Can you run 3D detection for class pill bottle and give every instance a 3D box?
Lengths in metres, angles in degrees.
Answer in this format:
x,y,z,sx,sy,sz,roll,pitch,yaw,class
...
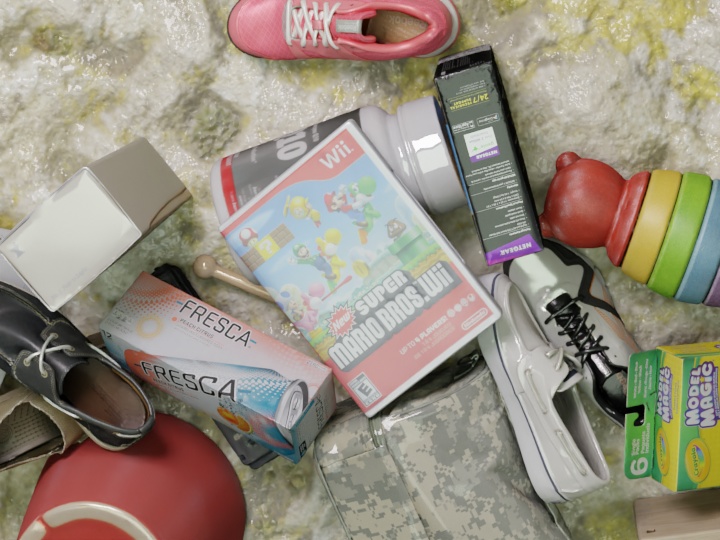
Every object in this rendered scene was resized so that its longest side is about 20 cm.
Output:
x,y,z,sx,sy,sz,roll,pitch,yaw,class
-0.016,-0.071,1.377,0.198,0.114,0.115,-19,99,9,pill bottle

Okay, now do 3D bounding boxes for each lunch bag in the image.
x,y,z,sx,sy,sz,roll,pitch,yaw,class
0.074,0.186,1.405,0.166,0.139,0.201,-22,98,14,lunch bag

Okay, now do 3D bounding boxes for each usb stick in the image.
x,y,z,sx,sy,sz,roll,pitch,yaw,class
-0.134,0.086,1.463,0.055,0.033,0.201,-32,96,11,usb stick

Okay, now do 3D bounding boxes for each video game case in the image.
x,y,z,sx,sy,sz,roll,pitch,yaw,class
0.000,0.000,1.322,0.143,0.017,0.200,-38,95,12,video game case

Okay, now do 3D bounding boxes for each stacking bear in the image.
x,y,z,sx,sy,sz,roll,pitch,yaw,class
0.249,-0.036,1.362,0.198,0.114,0.123,18,103,7,stacking bear

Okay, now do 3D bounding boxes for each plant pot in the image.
x,y,z,sx,sy,sz,roll,pitch,yaw,class
-0.213,0.241,1.430,0.198,0.177,0.203,1,102,6,plant pot

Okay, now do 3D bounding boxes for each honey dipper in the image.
x,y,z,sx,sy,sz,roll,pitch,yaw,class
-0.056,0.031,1.442,0.198,0.038,0.038,23,103,3,honey dipper

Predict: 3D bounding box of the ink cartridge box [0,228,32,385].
x,y,z,sx,sy,sz,roll,pitch,yaw,class
-0.392,0.055,1.410,0.084,0.175,0.201,37,107,43,ink cartridge box

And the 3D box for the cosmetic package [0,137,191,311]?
x,y,z,sx,sy,sz,roll,pitch,yaw,class
-0.217,-0.043,1.360,0.103,0.200,0.073,-39,96,13,cosmetic package

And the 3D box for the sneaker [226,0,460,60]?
x,y,z,sx,sy,sz,roll,pitch,yaw,class
-0.017,-0.211,1.362,0.198,0.087,0.075,0,101,6,sneaker

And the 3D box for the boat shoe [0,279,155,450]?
x,y,z,sx,sy,sz,roll,pitch,yaw,class
-0.254,0.073,1.373,0.200,0.068,0.072,41,73,-9,boat shoe

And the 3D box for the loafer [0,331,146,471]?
x,y,z,sx,sy,sz,roll,pitch,yaw,class
-0.263,0.123,1.436,0.199,0.067,0.076,-33,118,-13,loafer

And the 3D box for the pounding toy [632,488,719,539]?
x,y,z,sx,sy,sz,roll,pitch,yaw,class
0.341,0.302,1.399,0.182,0.142,0.202,-9,100,8,pounding toy

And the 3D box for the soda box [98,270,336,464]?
x,y,z,sx,sy,sz,roll,pitch,yaw,class
-0.120,0.080,1.370,0.199,0.064,0.069,25,62,21,soda box

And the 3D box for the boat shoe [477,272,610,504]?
x,y,z,sx,sy,sz,roll,pitch,yaw,class
0.154,0.093,1.363,0.065,0.072,0.202,-21,83,32,boat shoe

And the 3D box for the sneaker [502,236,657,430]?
x,y,z,sx,sy,sz,roll,pitch,yaw,class
0.195,0.053,1.398,0.074,0.080,0.200,-40,93,14,sneaker

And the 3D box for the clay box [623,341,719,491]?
x,y,z,sx,sy,sz,roll,pitch,yaw,class
0.317,0.118,1.371,0.198,0.048,0.116,-5,103,-22,clay box

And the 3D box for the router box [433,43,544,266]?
x,y,z,sx,sy,sz,roll,pitch,yaw,class
0.102,-0.098,1.313,0.051,0.200,0.151,-16,100,7,router box
